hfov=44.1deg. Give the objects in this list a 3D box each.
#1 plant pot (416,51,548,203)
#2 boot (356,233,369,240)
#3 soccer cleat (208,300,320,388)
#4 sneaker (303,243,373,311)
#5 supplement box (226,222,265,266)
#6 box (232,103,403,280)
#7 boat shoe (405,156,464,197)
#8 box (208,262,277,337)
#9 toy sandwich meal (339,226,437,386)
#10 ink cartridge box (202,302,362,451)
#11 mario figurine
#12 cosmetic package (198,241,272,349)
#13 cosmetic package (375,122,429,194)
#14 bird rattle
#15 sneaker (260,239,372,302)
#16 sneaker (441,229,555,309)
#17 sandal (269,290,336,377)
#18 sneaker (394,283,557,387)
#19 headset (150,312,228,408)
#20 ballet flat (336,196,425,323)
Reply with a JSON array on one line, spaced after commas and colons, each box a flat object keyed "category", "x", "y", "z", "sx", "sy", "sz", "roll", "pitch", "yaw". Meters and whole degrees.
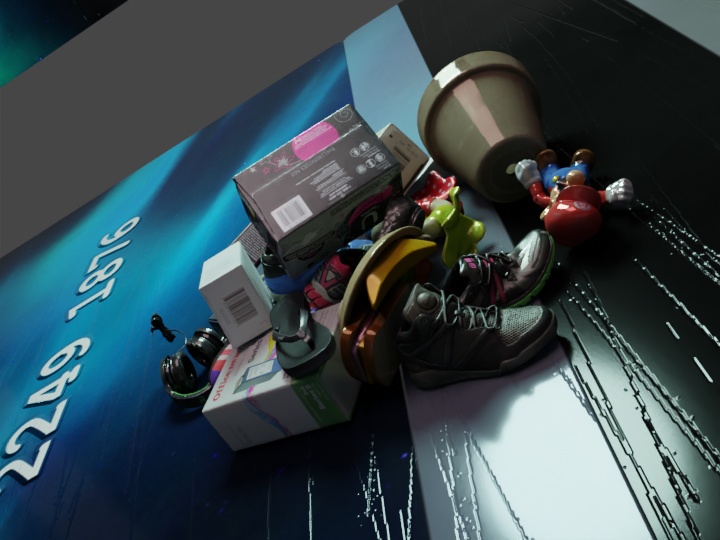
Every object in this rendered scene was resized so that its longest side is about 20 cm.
[{"category": "plant pot", "x": 0.199, "y": -0.198, "z": 1.324, "sx": 0.198, "sy": 0.201, "sz": 0.176, "roll": -30, "pitch": 39, "yaw": 9}, {"category": "boot", "x": -0.070, "y": -0.076, "z": 1.530, "sx": 0.198, "sy": 0.096, "sz": 0.074, "roll": -2, "pitch": 39, "yaw": 50}, {"category": "soccer cleat", "x": -0.138, "y": 0.117, "z": 1.317, "sx": 0.198, "sy": 0.069, "sz": 0.073, "roll": -36, "pitch": 29, "yaw": -8}, {"category": "sneaker", "x": 0.000, "y": 0.000, "z": 1.268, "sx": 0.075, "sy": 0.080, "sz": 0.199, "roll": -55, "pitch": -11, "yaw": 28}, {"category": "supplement box", "x": -0.191, "y": -0.041, "z": 1.611, "sx": 0.201, "sy": 0.061, "sz": 0.109, "roll": -52, "pitch": -1, "yaw": -32}, {"category": "box", "x": -0.053, "y": -0.106, "z": 1.232, "sx": 0.198, "sy": 0.115, "sz": 0.133, "roll": -33, "pitch": 64, "yaw": -9}, {"category": "boat shoe", "x": 0.117, "y": -0.157, "z": 1.473, "sx": 0.199, "sy": 0.071, "sz": 0.064, "roll": -38, "pitch": 25, "yaw": -1}, {"category": "box", "x": -0.142, "y": 0.034, "z": 1.480, "sx": 0.156, "sy": 0.051, "sz": 0.201, "roll": -1, "pitch": 42, "yaw": 51}, {"category": "toy sandwich meal", "x": 0.044, "y": 0.044, "z": 1.121, "sx": 0.069, "sy": 0.207, "sz": 0.206, "roll": 26, "pitch": 59, "yaw": 28}, {"category": "ink cartridge box", "x": -0.096, "y": 0.144, "z": 1.189, "sx": 0.197, "sy": 0.088, "sz": 0.146, "roll": -22, "pitch": 28, "yaw": 30}, {"category": "mario figurine", "x": 0.277, "y": -0.117, "z": 1.159, "sx": 0.123, "sy": 0.106, "sz": 0.201, "roll": -34, "pitch": 20, "yaw": 22}, {"category": "cosmetic package", "x": -0.182, "y": 0.031, "z": 1.307, "sx": 0.070, "sy": 0.103, "sz": 0.200, "roll": -29, "pitch": 13, "yaw": -1}, {"category": "cosmetic package", "x": 0.021, "y": -0.151, "z": 1.425, "sx": 0.104, "sy": 0.087, "sz": 0.200, "roll": -53, "pitch": 11, "yaw": -13}, {"category": "bird rattle", "x": 0.089, "y": -0.079, "z": 1.294, "sx": 0.160, "sy": 0.114, "sz": 0.200, "roll": -22, "pitch": 27, "yaw": -7}, {"category": "sneaker", "x": -0.057, "y": -0.025, "z": 1.359, "sx": 0.196, "sy": 0.112, "sz": 0.078, "roll": -15, "pitch": 46, "yaw": 1}, {"category": "sneaker", "x": 0.160, "y": 0.012, "z": 1.105, "sx": 0.199, "sy": 0.084, "sz": 0.077, "roll": -38, "pitch": 26, "yaw": -6}, {"category": "sandal", "x": -0.087, "y": 0.076, "z": 1.143, "sx": 0.076, "sy": 0.043, "sz": 0.200, "roll": -36, "pitch": 26, "yaw": -4}, {"category": "sneaker", "x": 0.123, "y": 0.064, "z": 1.029, "sx": 0.196, "sy": 0.115, "sz": 0.077, "roll": -16, "pitch": 32, "yaw": 30}, {"category": "headset", "x": -0.275, "y": 0.135, "z": 1.416, "sx": 0.123, "sy": 0.095, "sz": 0.199, "roll": -40, "pitch": 37, "yaw": -14}, {"category": "ballet flat", "x": 0.022, "y": -0.010, "z": 1.178, "sx": 0.056, "sy": 0.067, "sz": 0.202, "roll": 21, "pitch": 68, "yaw": 26}]
